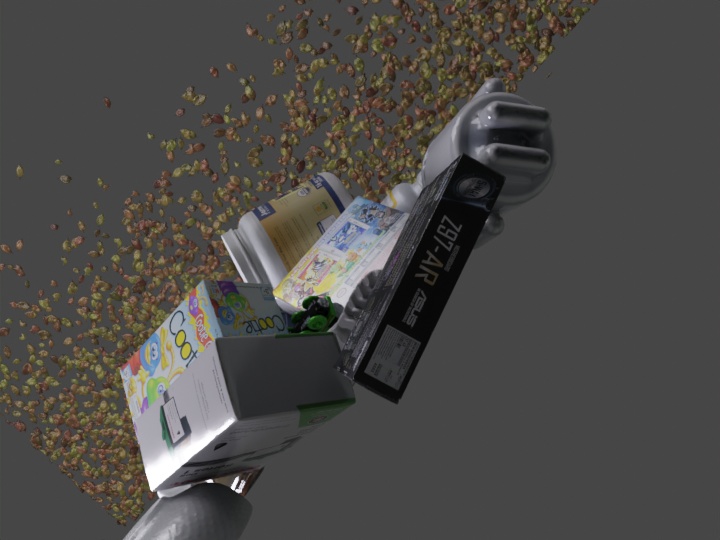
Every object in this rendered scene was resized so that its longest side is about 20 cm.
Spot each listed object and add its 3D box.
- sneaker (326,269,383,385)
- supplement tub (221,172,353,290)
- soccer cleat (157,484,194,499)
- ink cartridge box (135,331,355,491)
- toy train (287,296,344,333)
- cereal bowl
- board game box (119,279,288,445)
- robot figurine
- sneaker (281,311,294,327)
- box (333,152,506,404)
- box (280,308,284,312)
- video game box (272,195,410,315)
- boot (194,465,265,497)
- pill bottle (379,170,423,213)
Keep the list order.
[{"bbox_3d":[-0.006,0.091,0.800,0.200,0.075,0.082,-49,-25,14],"label":"sneaker"},{"bbox_3d":[-0.101,-0.048,1.100,0.198,0.146,0.144,-29,-1,-11],"label":"supplement tub"},{"bbox_3d":[-0.213,0.268,1.038,0.201,0.084,0.069,-56,-11,-27],"label":"soccer cleat"},{"bbox_3d":[-0.123,0.145,0.729,0.145,0.085,0.200,1,-32,-41],"label":"ink cartridge box"},{"bbox_3d":[-0.080,0.103,0.874,0.201,0.056,0.042,-52,43,34],"label":"toy train"},{"bbox_3d":[-0.205,0.296,0.724,0.200,0.083,0.200,-48,3,3],"label":"cereal bowl"},{"bbox_3d":[-0.184,0.111,0.842,0.104,0.104,0.200,6,-39,-49],"label":"board game box"},{"bbox_3d":[0.129,-0.111,0.742,0.200,0.111,0.173,147,131,-77],"label":"robot figurine"},{"bbox_3d":[-0.117,0.143,0.977,0.081,0.144,0.201,84,-152,-47],"label":"sneaker"},{"bbox_3d":[0.045,0.010,0.626,0.202,0.043,0.160,-63,4,-8],"label":"box"},{"bbox_3d":[-0.169,0.103,1.142,0.198,0.049,0.158,-30,1,-4],"label":"box"},{"bbox_3d":[0.000,0.000,0.955,0.181,0.047,0.200,25,67,43],"label":"video game box"},{"bbox_3d":[-0.186,0.251,0.899,0.075,0.097,0.200,-49,2,-36],"label":"boot"},{"bbox_3d":[0.072,-0.072,1.178,0.200,0.112,0.112,-47,2,20],"label":"pill bottle"}]
